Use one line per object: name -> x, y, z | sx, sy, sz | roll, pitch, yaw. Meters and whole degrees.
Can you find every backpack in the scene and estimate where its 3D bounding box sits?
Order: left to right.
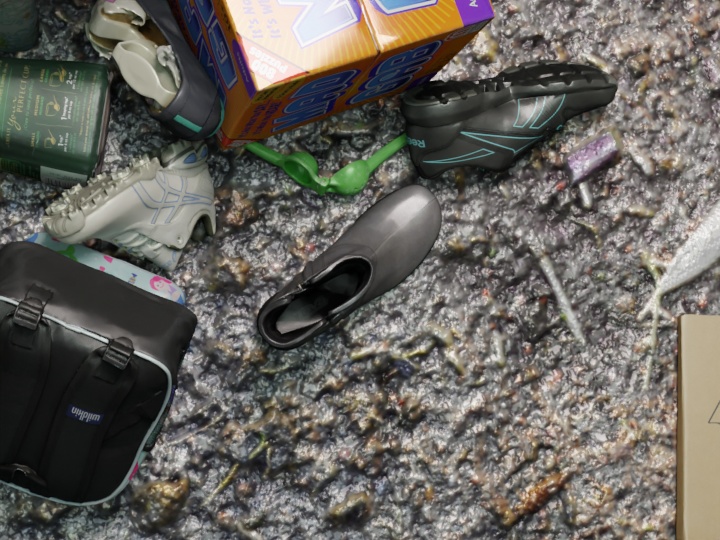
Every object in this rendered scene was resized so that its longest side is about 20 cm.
backpack -> -0.233, 0.082, 1.228 | 0.176, 0.151, 0.201 | 21, 123, -6

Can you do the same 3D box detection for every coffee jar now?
coffee jar -> -0.306, -0.130, 1.272 | 0.198, 0.085, 0.105 | 9, 81, -8

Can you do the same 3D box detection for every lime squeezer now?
lime squeezer -> -0.034, -0.100, 1.334 | 0.198, 0.038, 0.071 | 1, 86, -7

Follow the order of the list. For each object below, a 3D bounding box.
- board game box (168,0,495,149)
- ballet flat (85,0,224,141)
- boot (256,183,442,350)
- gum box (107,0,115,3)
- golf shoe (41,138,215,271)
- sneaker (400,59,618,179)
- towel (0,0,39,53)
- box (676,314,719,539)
board game box -> -0.040, -0.239, 1.247 | 0.198, 0.200, 0.201 | -19, 87, -15
ballet flat -> -0.179, -0.183, 1.258 | 0.073, 0.073, 0.201 | -30, 59, -9
boot -> 0.000, 0.000, 1.284 | 0.200, 0.132, 0.070 | -44, 92, -8
gum box -> -0.214, -0.305, 1.176 | 0.113, 0.066, 0.201 | 18, 56, -16
golf shoe -> -0.171, -0.042, 1.244 | 0.078, 0.200, 0.098 | -14, 101, 32
sneaker -> 0.129, -0.133, 1.353 | 0.198, 0.075, 0.080 | -11, 114, -13
towel -> -0.355, -0.230, 1.229 | 0.198, 0.171, 0.049 | 11, 82, -7
box -> 0.359, 0.142, 1.381 | 0.162, 0.021, 0.202 | 2, 87, -8
